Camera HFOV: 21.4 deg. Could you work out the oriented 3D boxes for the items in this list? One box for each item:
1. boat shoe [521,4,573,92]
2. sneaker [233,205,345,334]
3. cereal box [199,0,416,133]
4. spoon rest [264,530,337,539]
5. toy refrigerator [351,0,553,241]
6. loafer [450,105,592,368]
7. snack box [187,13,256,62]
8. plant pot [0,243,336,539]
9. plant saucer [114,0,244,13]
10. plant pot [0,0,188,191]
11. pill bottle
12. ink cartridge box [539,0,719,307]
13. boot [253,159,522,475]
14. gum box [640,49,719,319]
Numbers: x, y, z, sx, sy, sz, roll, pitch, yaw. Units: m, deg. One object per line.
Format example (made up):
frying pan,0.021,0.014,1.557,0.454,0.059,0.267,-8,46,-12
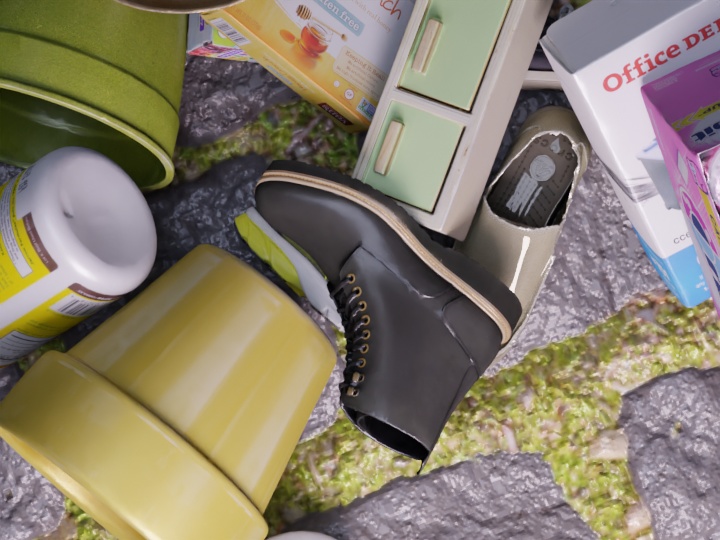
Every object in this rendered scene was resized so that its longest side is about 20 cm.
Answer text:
boat shoe,0.135,-0.160,1.352,0.198,0.073,0.063,2,89,12
sneaker,0.000,0.000,1.346,0.200,0.074,0.085,39,90,17
cereal box,-0.006,-0.218,1.325,0.144,0.039,0.201,35,72,-23
spoon rest,-0.088,0.253,1.355,0.199,0.061,0.100,-31,118,1
toy refrigerator,0.064,-0.129,1.301,0.075,0.070,0.201,21,92,18
loafer,0.103,-0.024,1.345,0.075,0.068,0.201,22,92,8
snack box,-0.047,-0.248,1.357,0.141,0.053,0.202,4,86,-27
plant pot,-0.120,0.094,1.316,0.200,0.201,0.189,37,75,8
plant saucer,-0.111,-0.250,1.266,0.198,0.035,0.202,-1,68,3
plant pot,-0.202,-0.183,1.347,0.199,0.200,0.194,13,76,8
pill bottle,-0.244,0.001,1.341,0.199,0.109,0.110,-29,82,33
ink cartridge box,0.232,-0.100,1.285,0.146,0.086,0.201,-29,118,4
boot,-0.005,0.028,1.261,0.199,0.078,0.139,30,63,2
gum box,0.251,-0.025,1.212,0.066,0.114,0.201,-24,119,1
